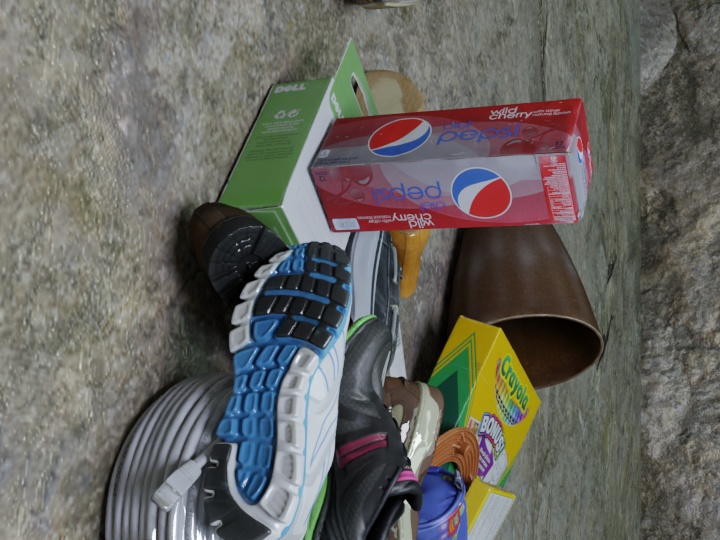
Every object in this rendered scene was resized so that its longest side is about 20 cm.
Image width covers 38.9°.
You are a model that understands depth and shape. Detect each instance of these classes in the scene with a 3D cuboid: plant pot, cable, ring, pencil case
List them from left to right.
[{"bbox_3d":[-0.088,0.171,0.683,0.201,0.068,0.203,-61,140,-55],"label":"cable"},{"bbox_3d":[0.068,0.251,1.012,0.200,0.019,0.203,-39,142,-38],"label":"ring"},{"bbox_3d":[0.070,0.263,0.924,0.087,0.077,0.203,-57,142,-46],"label":"pencil case"},{"bbox_3d":[0.186,0.015,1.239,0.187,0.184,0.203,53,28,-53],"label":"plant pot"}]

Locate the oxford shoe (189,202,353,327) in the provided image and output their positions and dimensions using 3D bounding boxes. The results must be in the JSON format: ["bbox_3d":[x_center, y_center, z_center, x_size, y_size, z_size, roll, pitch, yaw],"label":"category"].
[{"bbox_3d":[-0.060,0.022,0.741,0.072,0.084,0.202,-36,131,-10],"label":"oxford shoe"}]

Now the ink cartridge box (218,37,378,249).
[{"bbox_3d":[-0.042,-0.084,0.824,0.105,0.058,0.202,65,33,-43],"label":"ink cartridge box"}]

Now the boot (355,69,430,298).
[{"bbox_3d":[0.027,-0.085,0.989,0.203,0.069,0.146,-100,-168,-45],"label":"boot"}]

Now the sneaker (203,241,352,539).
[{"bbox_3d":[-0.044,0.080,0.647,0.087,0.074,0.203,59,41,-58],"label":"sneaker"}]

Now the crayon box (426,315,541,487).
[{"bbox_3d":[0.125,0.176,1.137,0.174,0.058,0.201,-61,147,-17],"label":"crayon box"}]

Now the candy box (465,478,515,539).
[{"bbox_3d":[0.093,0.313,1.053,0.202,0.026,0.102,-61,154,-3],"label":"candy box"}]

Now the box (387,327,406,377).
[{"bbox_3d":[0.026,0.145,0.995,0.041,0.038,0.204,-36,121,-60],"label":"box"}]

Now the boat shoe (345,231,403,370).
[{"bbox_3d":[0.000,0.000,0.872,0.071,0.071,0.203,36,47,-38],"label":"boat shoe"}]

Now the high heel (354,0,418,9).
[{"bbox_3d":[0.023,-0.328,0.964,0.201,0.070,0.145,-78,165,-66],"label":"high heel"}]

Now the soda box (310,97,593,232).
[{"bbox_3d":[0.068,-0.076,0.754,0.071,0.196,0.064,-65,146,-44],"label":"soda box"}]

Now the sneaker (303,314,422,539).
[{"bbox_3d":[0.008,0.133,0.715,0.077,0.082,0.204,33,60,-65],"label":"sneaker"}]

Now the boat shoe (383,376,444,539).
[{"bbox_3d":[0.003,0.179,0.780,0.075,0.074,0.206,141,-35,-65],"label":"boat shoe"}]
